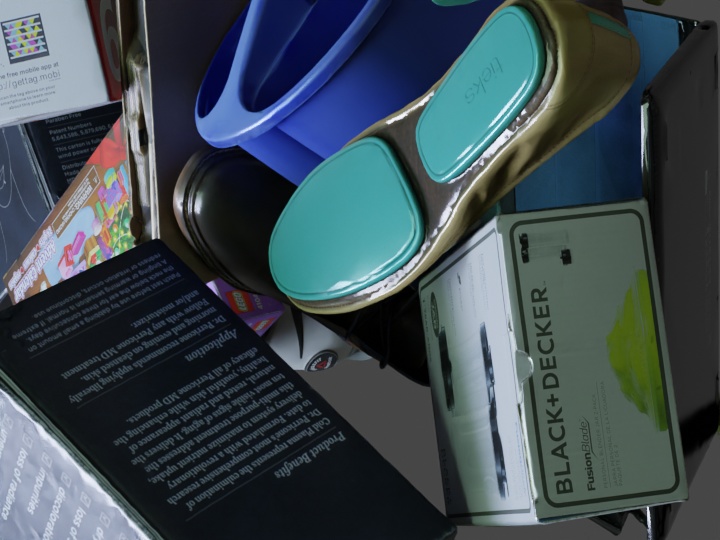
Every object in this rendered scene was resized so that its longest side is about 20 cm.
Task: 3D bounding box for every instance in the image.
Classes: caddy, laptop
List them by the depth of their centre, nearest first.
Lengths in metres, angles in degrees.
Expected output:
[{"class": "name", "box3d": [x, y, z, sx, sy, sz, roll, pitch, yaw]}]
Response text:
[{"class": "laptop", "box3d": [0.095, -0.011, 0.896, 0.115, 0.200, 0.189, 3, 110, 19]}, {"class": "caddy", "box3d": [0.006, -0.124, 0.917, 0.105, 0.201, 0.141, 40, 162, -24]}]

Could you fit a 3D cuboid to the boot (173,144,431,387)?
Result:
[{"class": "boot", "box3d": [0.000, 0.000, 0.989, 0.097, 0.200, 0.075, 24, 85, 41]}]

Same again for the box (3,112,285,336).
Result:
[{"class": "box", "box3d": [-0.126, 0.012, 1.150, 0.200, 0.039, 0.137, -46, 64, 47]}]

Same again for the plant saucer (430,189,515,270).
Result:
[{"class": "plant saucer", "box3d": [0.057, -0.023, 1.049, 0.070, 0.019, 0.202, 23, 121, 54]}]

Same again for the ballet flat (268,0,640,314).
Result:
[{"class": "ballet flat", "box3d": [0.038, -0.038, 0.822, 0.200, 0.063, 0.069, -39, 61, 45]}]

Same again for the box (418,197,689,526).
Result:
[{"class": "box", "box3d": [0.073, 0.045, 0.847, 0.200, 0.060, 0.118, 127, 136, -80]}]

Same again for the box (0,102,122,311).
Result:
[{"class": "box", "box3d": [-0.207, -0.097, 1.354, 0.200, 0.123, 0.198, -39, 70, 58]}]

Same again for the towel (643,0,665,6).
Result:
[{"class": "towel", "box3d": [0.123, -0.194, 0.758, 0.201, 0.018, 0.087, 87, -166, -55]}]

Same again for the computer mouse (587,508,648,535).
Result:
[{"class": "computer mouse", "box3d": [0.125, 0.127, 0.970, 0.200, 0.034, 0.059, 50, 162, 33]}]

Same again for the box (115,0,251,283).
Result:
[{"class": "box", "box3d": [-0.044, -0.091, 1.013, 0.021, 0.200, 0.165, 13, 115, 34]}]

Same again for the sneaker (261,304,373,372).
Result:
[{"class": "sneaker", "box3d": [-0.068, -0.024, 1.192, 0.200, 0.088, 0.074, 56, 146, 32]}]

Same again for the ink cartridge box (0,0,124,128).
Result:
[{"class": "ink cartridge box", "box3d": [-0.153, -0.167, 1.019, 0.200, 0.083, 0.177, -47, -55, -77]}]

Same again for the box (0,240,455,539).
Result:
[{"class": "box", "box3d": [-0.092, 0.133, 0.922, 0.197, 0.124, 0.201, 44, 135, 20]}]

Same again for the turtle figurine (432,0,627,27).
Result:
[{"class": "turtle figurine", "box3d": [0.064, -0.192, 0.821, 0.100, 0.149, 0.201, -27, 57, 49]}]
